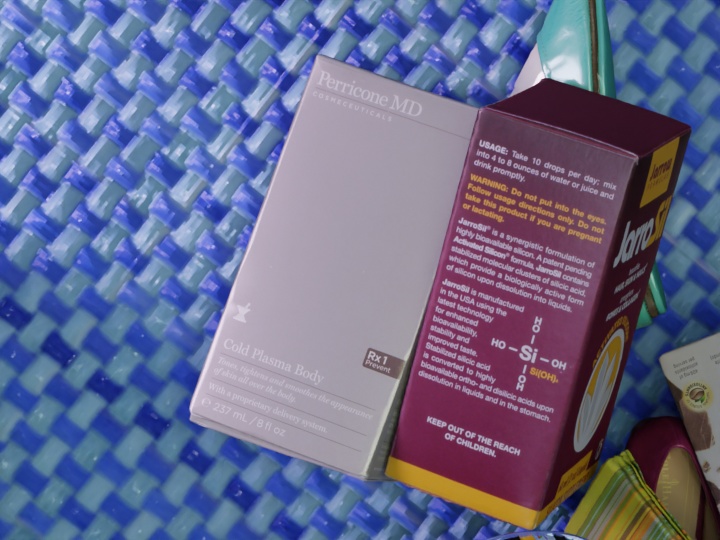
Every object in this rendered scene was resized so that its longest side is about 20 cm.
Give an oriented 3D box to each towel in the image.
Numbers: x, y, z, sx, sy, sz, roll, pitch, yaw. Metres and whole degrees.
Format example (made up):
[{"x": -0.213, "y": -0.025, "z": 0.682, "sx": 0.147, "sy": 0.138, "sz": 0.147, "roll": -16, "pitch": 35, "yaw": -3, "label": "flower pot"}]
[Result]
[{"x": 0.179, "y": 0.189, "z": 1.342, "sx": 0.018, "sy": 0.086, "sz": 0.200, "roll": -27, "pitch": 67, "yaw": -29, "label": "towel"}]

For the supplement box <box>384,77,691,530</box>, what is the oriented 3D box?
[{"x": 0.091, "y": 0.014, "z": 1.322, "sx": 0.086, "sy": 0.110, "sz": 0.200, "roll": 19, "pitch": 107, "yaw": 17, "label": "supplement box"}]

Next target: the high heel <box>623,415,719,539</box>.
[{"x": 0.169, "y": 0.176, "z": 1.386, "sx": 0.067, "sy": 0.096, "sz": 0.200, "roll": -13, "pitch": 92, "yaw": 1, "label": "high heel"}]

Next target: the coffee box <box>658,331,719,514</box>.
[{"x": 0.242, "y": 0.119, "z": 1.360, "sx": 0.080, "sy": 0.113, "sz": 0.200, "roll": -25, "pitch": 82, "yaw": 26, "label": "coffee box"}]

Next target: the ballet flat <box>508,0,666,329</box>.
[{"x": 0.111, "y": -0.063, "z": 1.391, "sx": 0.070, "sy": 0.067, "sz": 0.200, "roll": -11, "pitch": 91, "yaw": 9, "label": "ballet flat"}]

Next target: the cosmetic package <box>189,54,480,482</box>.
[{"x": 0.000, "y": 0.000, "z": 1.352, "sx": 0.107, "sy": 0.090, "sz": 0.200, "roll": 18, "pitch": 91, "yaw": 16, "label": "cosmetic package"}]

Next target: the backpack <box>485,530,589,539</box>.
[{"x": 0.074, "y": 0.233, "z": 1.357, "sx": 0.183, "sy": 0.135, "sz": 0.200, "roll": -18, "pitch": 95, "yaw": -7, "label": "backpack"}]
